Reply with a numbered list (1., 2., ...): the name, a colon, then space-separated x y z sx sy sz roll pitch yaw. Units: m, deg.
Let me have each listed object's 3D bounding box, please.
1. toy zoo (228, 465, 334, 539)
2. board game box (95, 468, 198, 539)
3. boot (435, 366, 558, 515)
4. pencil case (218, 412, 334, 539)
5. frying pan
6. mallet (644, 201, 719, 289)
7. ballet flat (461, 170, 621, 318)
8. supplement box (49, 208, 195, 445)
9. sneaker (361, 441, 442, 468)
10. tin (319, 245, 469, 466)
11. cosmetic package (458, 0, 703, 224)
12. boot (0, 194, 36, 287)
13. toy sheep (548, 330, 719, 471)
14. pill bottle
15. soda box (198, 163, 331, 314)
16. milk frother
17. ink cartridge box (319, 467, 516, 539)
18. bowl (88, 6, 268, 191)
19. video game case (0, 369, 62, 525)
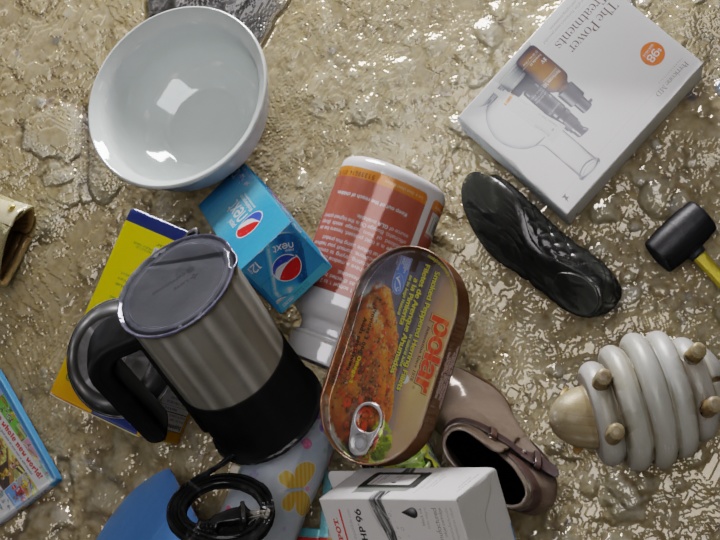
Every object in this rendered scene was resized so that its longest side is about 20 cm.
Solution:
1. toy zoo: -0.037 0.262 1.395 0.197 0.020 0.133 2 79 13
2. board game box: -0.203 0.288 1.375 0.159 0.039 0.200 -53 29 2
3. boot: 0.103 0.150 1.320 0.199 0.146 0.071 35 100 17
4. pencil case: -0.085 0.206 1.354 0.090 0.083 0.202 -6 52 50
5. frying pan: -0.202 0.059 1.357 0.189 0.031 0.115 -39 75 5
6. mallet: 0.349 0.031 1.352 0.065 0.041 0.201 -34 78 2
7. ballet flat: 0.173 -0.025 1.402 0.200 0.057 0.067 46 118 22
8. supplement box: -0.207 0.058 1.427 0.108 0.109 0.202 21 84 15
9. sneaker: 0.054 0.193 1.350 0.075 0.076 0.202 -23 79 -25
10. tin: 0.033 0.079 1.294 0.111 0.042 0.203 17 87 36
11. cosmetic package: 0.218 -0.171 1.414 0.151 0.052 0.200 42 90 14
12. boot: -0.413 -0.094 1.523 0.153 0.073 0.203 15 84 15
13. toy sheep: 0.268 0.117 1.301 0.197 0.138 0.140 -11 76 0
14. pill bottle: 0.000 0.000 1.393 0.111 0.112 0.202 19 83 15
15. soda box: -0.096 -0.035 1.383 0.068 0.200 0.064 -43 116 1
16. milk frother: -0.133 0.113 1.250 0.179 0.189 0.200 -33 40 -2
17. ink cartridge box: 0.039 0.242 1.273 0.198 0.068 0.118 -8 104 42
18. bowl: -0.173 -0.161 1.467 0.198 0.090 0.204 -7 68 17
19. video game case: -0.426 0.217 1.491 0.199 0.018 0.144 -36 73 4
